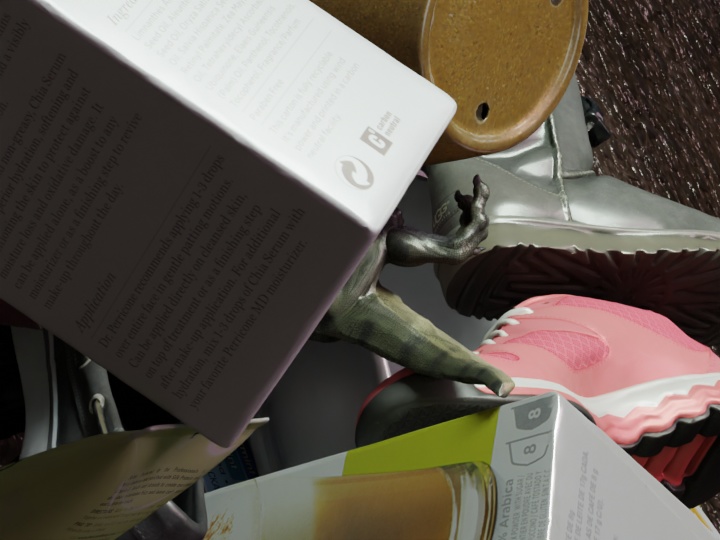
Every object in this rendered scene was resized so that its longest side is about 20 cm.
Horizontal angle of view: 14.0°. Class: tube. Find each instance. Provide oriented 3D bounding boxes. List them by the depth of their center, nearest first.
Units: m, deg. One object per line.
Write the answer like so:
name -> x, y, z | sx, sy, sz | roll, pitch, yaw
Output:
tube -> -0.124, 0.087, 0.876 | 0.052, 0.200, 0.058 | 50, 25, -27

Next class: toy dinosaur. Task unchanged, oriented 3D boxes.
toy dinosaur -> 0.000, 0.000, 1.080 | 0.088, 0.200, 0.048 | -41, 134, -34

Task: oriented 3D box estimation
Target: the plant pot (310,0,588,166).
plant pot -> -0.017, -0.109, 1.114 | 0.186, 0.200, 0.187 | -20, 119, -43

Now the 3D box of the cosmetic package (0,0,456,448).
cosmetic package -> -0.087, -0.053, 0.812 | 0.200, 0.101, 0.071 | 34, 40, -2

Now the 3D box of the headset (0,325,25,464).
headset -> -0.134, 0.072, 1.079 | 0.124, 0.094, 0.200 | 57, 37, -5

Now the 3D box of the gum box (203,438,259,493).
gum box -> -0.032, 0.103, 1.260 | 0.200, 0.045, 0.170 | 11, 53, -61

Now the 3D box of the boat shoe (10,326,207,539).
boat shoe -> -0.079, 0.039, 1.011 | 0.070, 0.066, 0.200 | 49, 19, -25

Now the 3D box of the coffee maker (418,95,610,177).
coffee maker -> -0.027, -0.099, 1.327 | 0.200, 0.192, 0.135 | 53, 4, -21

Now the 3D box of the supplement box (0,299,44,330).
supplement box -> -0.142, -0.044, 0.993 | 0.061, 0.200, 0.109 | -24, 105, -27

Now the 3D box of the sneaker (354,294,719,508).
sneaker -> 0.066, 0.049, 1.126 | 0.200, 0.074, 0.087 | 2, 39, -41

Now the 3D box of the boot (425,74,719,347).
boot -> 0.084, -0.068, 1.237 | 0.182, 0.073, 0.200 | 13, 44, -31

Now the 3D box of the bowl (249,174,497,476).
bowl -> 0.014, 0.067, 1.209 | 0.201, 0.090, 0.201 | 51, 27, -40

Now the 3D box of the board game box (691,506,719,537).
board game box -> 0.118, 0.135, 1.228 | 0.200, 0.034, 0.135 | 51, 26, -39

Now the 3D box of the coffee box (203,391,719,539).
coffee box -> 0.037, 0.196, 1.039 | 0.200, 0.198, 0.200 | 41, 45, -37
